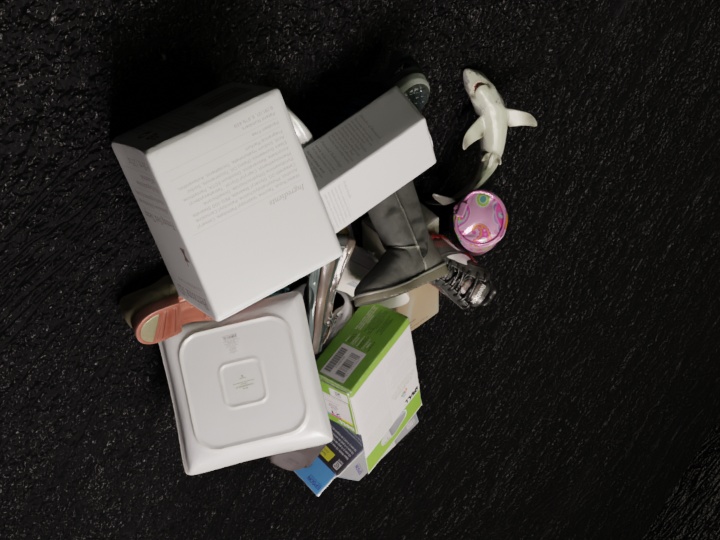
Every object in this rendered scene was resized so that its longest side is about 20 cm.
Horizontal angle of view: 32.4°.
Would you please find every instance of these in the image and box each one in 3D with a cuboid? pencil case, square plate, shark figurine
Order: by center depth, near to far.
[{"bbox_3d":[-0.151,0.144,1.594,0.197,0.202,0.028,-13,176,1],"label":"square plate"},{"bbox_3d":[0.176,-0.185,1.831,0.126,0.090,0.218,11,108,-16],"label":"shark figurine"},{"bbox_3d":[0.172,-0.070,1.845,0.088,0.087,0.200,-51,178,0],"label":"pencil case"}]

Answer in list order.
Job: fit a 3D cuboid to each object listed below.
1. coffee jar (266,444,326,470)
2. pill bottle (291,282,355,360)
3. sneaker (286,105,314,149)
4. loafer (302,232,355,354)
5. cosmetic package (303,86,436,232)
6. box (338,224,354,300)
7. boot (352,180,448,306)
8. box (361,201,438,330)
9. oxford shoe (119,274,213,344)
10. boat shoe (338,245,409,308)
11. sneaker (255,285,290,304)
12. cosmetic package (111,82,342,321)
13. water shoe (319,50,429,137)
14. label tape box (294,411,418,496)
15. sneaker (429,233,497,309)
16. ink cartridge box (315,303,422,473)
[{"bbox_3d":[-0.135,0.184,1.688,0.086,0.200,0.104,-50,147,0],"label":"coffee jar"},{"bbox_3d":[-0.043,0.113,1.811,0.111,0.111,0.201,-42,145,-13],"label":"pill bottle"},{"bbox_3d":[-0.097,-0.133,1.561,0.080,0.070,0.202,-36,144,-16],"label":"sneaker"},{"bbox_3d":[-0.043,0.036,1.629,0.062,0.072,0.202,-1,131,-8],"label":"loafer"},{"bbox_3d":[-0.009,-0.127,1.537,0.199,0.074,0.102,-36,151,-8],"label":"cosmetic package"},{"bbox_3d":[-0.031,-0.035,1.753,0.041,0.039,0.201,-35,143,-18],"label":"box"},{"bbox_3d":[0.026,-0.066,1.663,0.181,0.072,0.203,-23,95,-46],"label":"boot"},{"bbox_3d":[0.061,-0.005,1.853,0.094,0.078,0.202,-33,142,-25],"label":"box"},{"bbox_3d":[-0.210,0.023,1.564,0.198,0.074,0.072,-19,137,-34],"label":"oxford shoe"},{"bbox_3d":[0.000,0.000,1.729,0.071,0.070,0.199,-23,150,35],"label":"boat shoe"},{"bbox_3d":[-0.121,0.025,1.662,0.201,0.086,0.078,-51,147,0],"label":"sneaker"},{"bbox_3d":[-0.149,-0.082,1.376,0.165,0.167,0.203,-28,109,-18],"label":"cosmetic package"},{"bbox_3d":[0.004,-0.204,1.617,0.199,0.080,0.071,-34,147,20],"label":"water shoe"},{"bbox_3d":[-0.030,0.246,1.919,0.200,0.143,0.066,-43,145,-12],"label":"label tape box"},{"bbox_3d":[0.136,0.005,1.795,0.071,0.098,0.200,-54,146,7],"label":"sneaker"},{"bbox_3d":[0.011,0.167,1.750,0.148,0.075,0.202,-49,148,-30],"label":"ink cartridge box"}]
